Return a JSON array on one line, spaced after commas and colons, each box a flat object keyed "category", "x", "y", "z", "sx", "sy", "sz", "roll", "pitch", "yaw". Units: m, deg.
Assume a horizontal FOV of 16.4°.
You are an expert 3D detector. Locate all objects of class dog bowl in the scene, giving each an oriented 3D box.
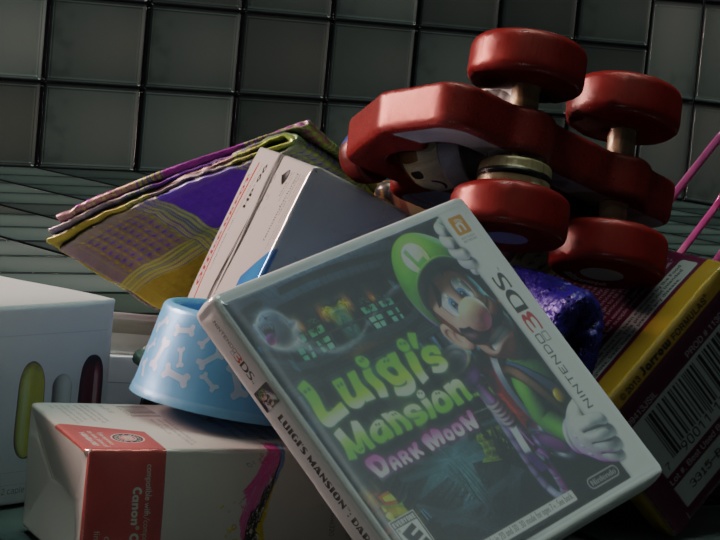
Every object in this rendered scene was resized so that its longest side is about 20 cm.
[{"category": "dog bowl", "x": -0.022, "y": 0.049, "z": 1.288, "sx": 0.200, "sy": 0.050, "sz": 0.111, "roll": 7, "pitch": 5, "yaw": -36}]

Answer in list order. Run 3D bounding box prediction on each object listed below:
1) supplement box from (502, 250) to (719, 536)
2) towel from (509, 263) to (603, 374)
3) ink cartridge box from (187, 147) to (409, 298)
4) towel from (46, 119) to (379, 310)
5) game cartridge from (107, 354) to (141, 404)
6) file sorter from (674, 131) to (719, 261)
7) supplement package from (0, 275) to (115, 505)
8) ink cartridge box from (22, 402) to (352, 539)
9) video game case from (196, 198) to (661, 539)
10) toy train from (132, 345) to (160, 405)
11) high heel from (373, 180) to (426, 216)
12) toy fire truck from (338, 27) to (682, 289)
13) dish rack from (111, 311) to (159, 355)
[{"category": "supplement box", "x": 0.139, "y": 0.060, "z": 1.477, "sx": 0.103, "sy": 0.131, "sz": 0.200, "roll": 51, "pitch": -18, "yaw": -28}, {"category": "towel", "x": 0.052, "y": 0.062, "z": 1.415, "sx": 0.049, "sy": 0.148, "sz": 0.200, "roll": 18, "pitch": 0, "yaw": -30}, {"category": "ink cartridge box", "x": -0.046, "y": -0.005, "z": 1.491, "sx": 0.068, "sy": 0.116, "sz": 0.200, "roll": 26, "pitch": 0, "yaw": -14}, {"category": "towel", "x": -0.088, "y": -0.030, "z": 1.636, "sx": 0.200, "sy": 0.023, "sz": 0.144, "roll": -20, "pitch": -32, "yaw": 21}, {"category": "game cartridge", "x": -0.152, "y": 0.072, "z": 1.561, "sx": 0.199, "sy": 0.041, "sz": 0.133, "roll": 3, "pitch": -2, "yaw": -18}, {"category": "file sorter", "x": 0.273, "y": 0.020, "z": 1.547, "sx": 0.200, "sy": 0.125, "sz": 0.139, "roll": 36, "pitch": -12, "yaw": 17}, {"category": "supplement package", "x": -0.256, "y": 0.061, "z": 1.335, "sx": 0.155, "sy": 0.111, "sz": 0.200, "roll": 10, "pitch": 8, "yaw": 36}, {"category": "ink cartridge box", "x": -0.058, "y": 0.110, "z": 1.252, "sx": 0.199, "sy": 0.068, "sz": 0.116, "roll": 2, "pitch": 7, "yaw": -21}, {"category": "video game case", "x": 0.039, "y": 0.062, "z": 1.231, "sx": 0.200, "sy": 0.182, "sz": 0.023, "roll": -23, "pitch": -18, "yaw": -47}, {"category": "toy train", "x": -0.078, "y": 0.089, "z": 1.408, "sx": 0.114, "sy": 0.085, "sz": 0.200, "roll": 18, "pitch": 4, "yaw": 0}, {"category": "high heel", "x": 0.000, "y": 0.000, "z": 1.585, "sx": 0.142, "sy": 0.072, "sz": 0.200, "roll": 6, "pitch": -30, "yaw": 25}, {"category": "toy fire truck", "x": 0.078, "y": -0.056, "z": 1.417, "sx": 0.200, "sy": 0.112, "sz": 0.168, "roll": 19, "pitch": -18, "yaw": -40}, {"category": "dish rack", "x": -0.165, "y": 0.045, "z": 1.687, "sx": 0.200, "sy": 0.044, "sz": 0.171, "roll": 7, "pitch": -8, "yaw": -33}]
